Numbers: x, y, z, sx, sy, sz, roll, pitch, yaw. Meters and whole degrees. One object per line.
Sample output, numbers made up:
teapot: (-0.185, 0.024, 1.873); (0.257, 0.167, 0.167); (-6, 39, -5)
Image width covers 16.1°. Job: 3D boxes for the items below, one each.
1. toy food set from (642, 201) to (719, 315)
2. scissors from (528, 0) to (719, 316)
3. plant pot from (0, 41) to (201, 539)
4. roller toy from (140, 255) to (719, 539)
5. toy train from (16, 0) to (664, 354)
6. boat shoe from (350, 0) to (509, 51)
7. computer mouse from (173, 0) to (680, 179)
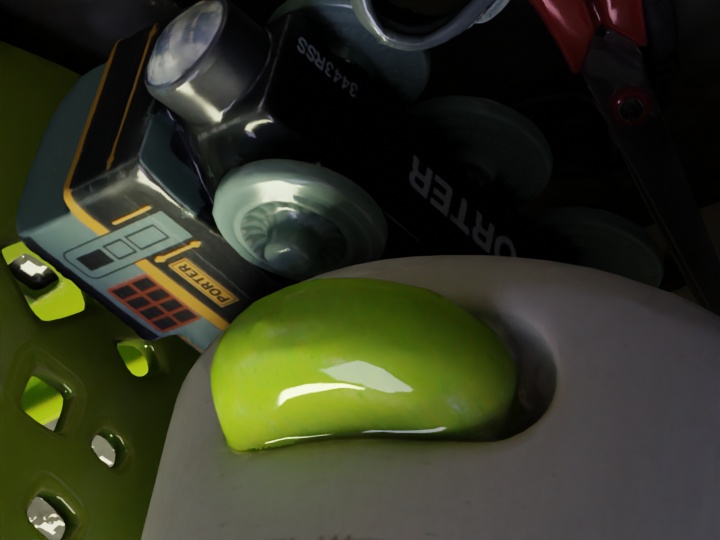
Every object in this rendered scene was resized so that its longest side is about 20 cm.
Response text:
toy food set: (0.147, 0.056, 0.796); (0.143, 0.061, 0.200); (-19, 125, 46)
scissors: (0.062, -0.054, 0.686); (0.073, 0.014, 0.201); (-12, 116, -2)
plant pot: (-0.156, 0.031, 0.760); (0.198, 0.200, 0.182); (-24, 118, 35)
roller toy: (0.033, 0.099, 0.639); (0.199, 0.140, 0.183); (20, 145, -13)
toy train: (0.000, 0.000, 0.709); (0.114, 0.086, 0.200); (-19, 134, 40)
boat shoe: (0.056, -0.133, 0.596); (0.073, 0.062, 0.200); (31, 118, -11)
computer mouse: (0.006, -0.086, 0.695); (0.140, 0.046, 0.200); (-7, 131, 23)
